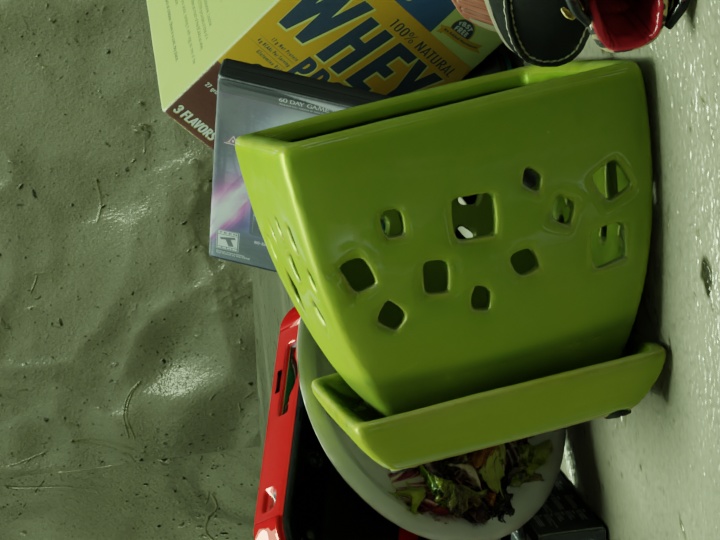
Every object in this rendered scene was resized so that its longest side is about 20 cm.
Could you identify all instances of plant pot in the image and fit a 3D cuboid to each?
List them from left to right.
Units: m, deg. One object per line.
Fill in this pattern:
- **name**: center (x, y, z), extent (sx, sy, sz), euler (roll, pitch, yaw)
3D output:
- **plant pot**: center (0.053, -0.005, 1.106), extent (0.200, 0.197, 0.183), euler (-155, 52, -80)

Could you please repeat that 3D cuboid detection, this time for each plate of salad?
- **plate of salad**: center (0.051, 0.065, 1.236), extent (0.048, 0.198, 0.202), euler (-35, 57, 48)

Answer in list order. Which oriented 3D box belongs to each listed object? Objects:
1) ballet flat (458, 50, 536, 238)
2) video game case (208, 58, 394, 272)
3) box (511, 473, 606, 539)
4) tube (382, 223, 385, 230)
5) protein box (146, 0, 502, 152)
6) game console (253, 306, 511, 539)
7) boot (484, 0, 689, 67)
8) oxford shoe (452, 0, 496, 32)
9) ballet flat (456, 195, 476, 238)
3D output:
- **ballet flat**: center (0.079, -0.074, 1.295), extent (0.201, 0.068, 0.068), euler (-104, 13, -47)
- **video game case**: center (-0.024, -0.053, 1.300), extent (0.201, 0.141, 0.019), euler (99, -175, -58)
- **box**: center (0.118, 0.214, 1.330), extent (0.200, 0.043, 0.162), euler (-129, 33, -76)
- **tube**: center (0.000, 0.000, 1.299), extent (0.050, 0.077, 0.200), euler (48, 173, 45)
- **protein box**: center (-0.026, -0.184, 1.367), extent (0.135, 0.200, 0.199), euler (37, -158, -31)
- **game console**: center (0.020, 0.123, 1.240), extent (0.031, 0.176, 0.202), euler (-34, 39, 43)
- **boot**: center (0.109, -0.157, 0.999), extent (0.151, 0.072, 0.201), euler (-105, 17, -49)
- **oxford shoe**: center (0.093, -0.206, 1.164), extent (0.200, 0.070, 0.074), euler (98, -171, -65)
- **ballet flat**: center (0.084, -0.021, 1.389), extent (0.057, 0.066, 0.201), euler (53, -162, -33)
